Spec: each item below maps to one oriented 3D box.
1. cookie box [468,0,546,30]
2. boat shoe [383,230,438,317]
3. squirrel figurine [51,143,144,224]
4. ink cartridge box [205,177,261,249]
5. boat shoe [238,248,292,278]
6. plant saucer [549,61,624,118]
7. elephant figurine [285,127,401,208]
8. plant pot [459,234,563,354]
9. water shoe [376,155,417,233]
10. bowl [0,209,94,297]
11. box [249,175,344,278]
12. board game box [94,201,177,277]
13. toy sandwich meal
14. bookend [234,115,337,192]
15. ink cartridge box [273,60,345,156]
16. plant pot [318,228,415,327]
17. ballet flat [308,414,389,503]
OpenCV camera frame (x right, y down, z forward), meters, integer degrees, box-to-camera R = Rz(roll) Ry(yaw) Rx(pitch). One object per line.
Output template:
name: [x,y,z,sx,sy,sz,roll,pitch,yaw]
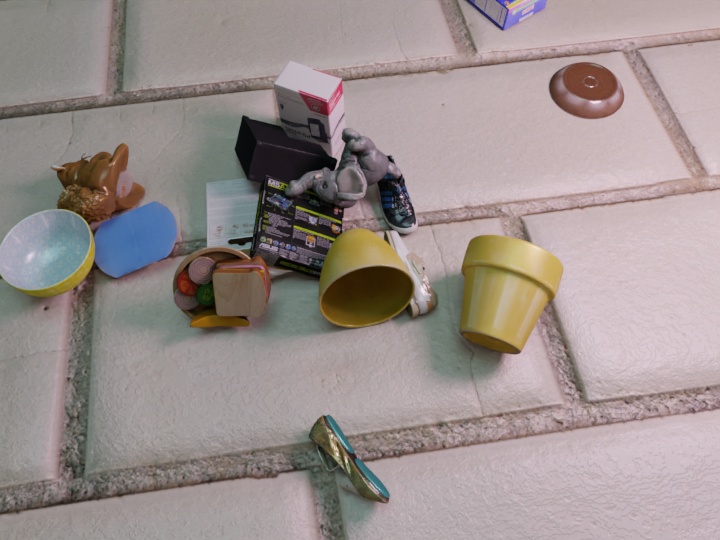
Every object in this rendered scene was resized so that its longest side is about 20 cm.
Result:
cookie box: [0.421,-0.816,1.859,0.170,0.076,0.201,-32,64,-18]
boat shoe: [0.107,0.001,1.377,0.067,0.075,0.203,-16,70,-10]
squirrel figurine: [-0.630,-0.191,1.464,0.183,0.143,0.202,11,55,15]
ink cartridge box: [-0.275,-0.122,1.468,0.159,0.057,0.203,-7,63,-4]
boat shoe: [-0.209,-0.015,1.390,0.197,0.069,0.072,-6,66,-28]
plant saucer: [0.602,-0.487,1.682,0.196,0.037,0.204,0,58,0]
elephant figurine: [-0.039,-0.198,1.413,0.154,0.141,0.202,30,83,32]
plant pot: [0.287,0.057,1.279,0.197,0.201,0.192,17,76,11]
water shoe: [0.077,-0.178,1.476,0.070,0.079,0.202,-17,60,-9]
bowl: [-0.659,-0.020,1.374,0.196,0.108,0.203,-1,59,1]
box: [-0.134,-0.091,1.401,0.197,0.048,0.196,16,55,-22]
board game box: [-0.502,-0.062,1.440,0.197,0.039,0.160,-23,62,-4]
toy sandwich meal: [-0.280,0.044,1.290,0.201,0.208,0.071,-11,29,-6]
bookend: [-0.183,-0.276,1.516,0.195,0.093,0.201,8,26,-26]
ink cartridge box: [-0.117,-0.382,1.533,0.143,0.201,0.085,22,64,13]
plant pot: [0.000,0.000,1.309,0.196,0.202,0.144,-10,52,-6]
ballet flat: [-0.026,0.359,1.170,0.070,0.071,0.200,-34,65,-18]
